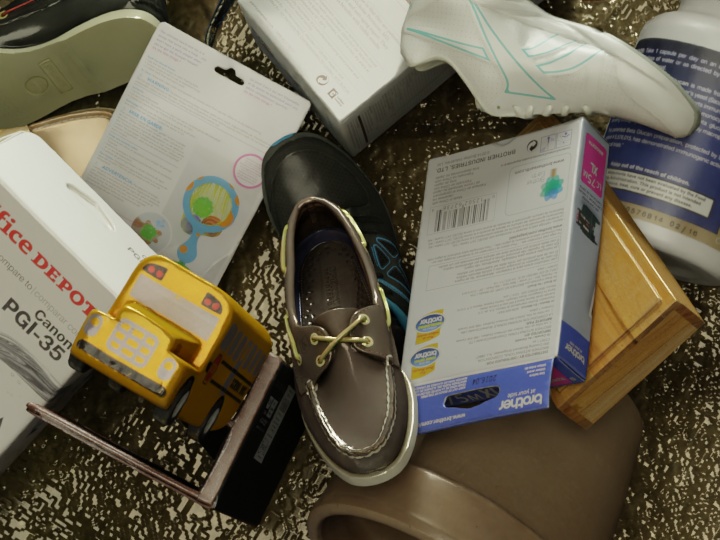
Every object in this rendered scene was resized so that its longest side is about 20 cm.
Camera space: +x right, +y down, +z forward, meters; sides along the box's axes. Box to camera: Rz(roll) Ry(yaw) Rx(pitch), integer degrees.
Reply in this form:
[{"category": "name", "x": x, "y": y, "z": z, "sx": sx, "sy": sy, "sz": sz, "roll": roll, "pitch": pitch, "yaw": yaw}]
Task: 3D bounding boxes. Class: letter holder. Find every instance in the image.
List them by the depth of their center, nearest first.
[{"category": "letter holder", "x": -0.119, "y": 0.083, "z": 1.671, "sx": 0.142, "sy": 0.200, "sz": 0.101, "roll": 25, "pitch": 84, "yaw": 9}]

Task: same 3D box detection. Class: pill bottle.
[{"category": "pill bottle", "x": 0.221, "y": -0.100, "z": 1.711, "sx": 0.111, "sy": 0.111, "sz": 0.201, "roll": 19, "pitch": 84, "yaw": 8}]

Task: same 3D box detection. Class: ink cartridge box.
[{"category": "ink cartridge box", "x": 0.087, "y": 0.011, "z": 1.610, "sx": 0.119, "sy": 0.042, "sz": 0.201, "roll": -14, "pitch": 53, "yaw": 35}, {"category": "ink cartridge box", "x": -0.243, "y": 0.030, "z": 1.708, "sx": 0.147, "sy": 0.083, "sz": 0.200, "roll": 44, "pitch": 111, "yaw": 3}]

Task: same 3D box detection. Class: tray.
[{"category": "tray", "x": 0.127, "y": -0.004, "z": 1.640, "sx": 0.099, "sy": 0.037, "sz": 0.200, "roll": -43, "pitch": 42, "yaw": 13}]

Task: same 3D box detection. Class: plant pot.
[{"category": "plant pot", "x": 0.092, "y": 0.143, "z": 1.665, "sx": 0.200, "sy": 0.200, "sz": 0.175, "roll": 31, "pitch": 66, "yaw": 9}]

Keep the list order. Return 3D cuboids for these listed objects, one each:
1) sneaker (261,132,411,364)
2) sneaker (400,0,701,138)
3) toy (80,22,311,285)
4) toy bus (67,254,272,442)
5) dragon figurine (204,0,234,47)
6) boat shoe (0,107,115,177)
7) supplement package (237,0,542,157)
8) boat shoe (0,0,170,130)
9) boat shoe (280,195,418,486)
[{"category": "sneaker", "x": 0.000, "y": 0.000, "z": 1.713, "sx": 0.073, "sy": 0.082, "sz": 0.201, "roll": -29, "pitch": 94, "yaw": -2}, {"category": "sneaker", "x": 0.117, "y": -0.123, "z": 1.647, "sx": 0.200, "sy": 0.070, "sz": 0.081, "roll": 27, "pitch": 89, "yaw": 8}, {"category": "toy", "x": -0.127, "y": -0.051, "z": 1.763, "sx": 0.115, "sy": 0.047, "sz": 0.201, "roll": 28, "pitch": 94, "yaw": 1}, {"category": "toy bus", "x": -0.103, "y": 0.044, "z": 1.472, "sx": 0.065, "sy": 0.200, "sz": 0.079, "roll": 31, "pitch": 86, "yaw": 9}, {"category": "dragon figurine", "x": -0.046, "y": -0.230, "z": 1.762, "sx": 0.200, "sy": 0.099, "sz": 0.059, "roll": -39, "pitch": 80, "yaw": -1}, {"category": "boat shoe", "x": -0.244, "y": -0.057, "z": 1.770, "sx": 0.199, "sy": 0.069, "sz": 0.074, "roll": -25, "pitch": 80, "yaw": 1}, {"category": "supplement package", "x": 0.033, "y": -0.188, "z": 1.741, "sx": 0.200, "sy": 0.114, "sz": 0.110, "roll": -40, "pitch": 80, "yaw": -3}, {"category": "boat shoe", "x": -0.224, "y": -0.148, "z": 1.789, "sx": 0.200, "sy": 0.074, "sz": 0.063, "roll": -17, "pitch": 44, "yaw": 12}, {"category": "boat shoe", "x": -0.012, "y": 0.040, "z": 1.596, "sx": 0.071, "sy": 0.060, "sz": 0.201, "roll": -15, "pitch": 47, "yaw": 5}]
